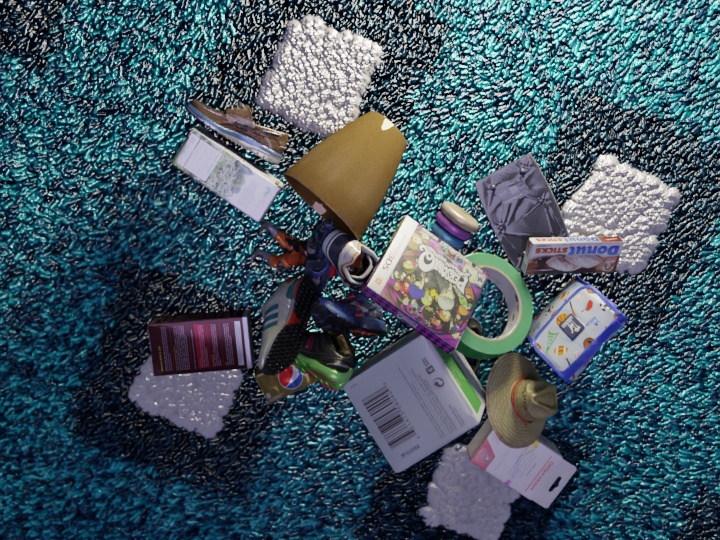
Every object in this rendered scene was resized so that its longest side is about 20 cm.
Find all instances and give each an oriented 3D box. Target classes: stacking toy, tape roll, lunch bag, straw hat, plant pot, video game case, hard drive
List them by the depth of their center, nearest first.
[{"bbox_3d":[0.122,0.023,1.483,0.199,0.036,0.182,35,58,-6],"label":"video game case"},{"bbox_3d":[-0.012,-0.191,1.503,0.186,0.186,0.201,41,84,-10],"label":"plant pot"},{"bbox_3d":[0.415,0.114,1.558,0.124,0.200,0.170,40,99,-10],"label":"lunch bag"},{"bbox_3d":[0.236,0.068,1.566,0.198,0.048,0.203,6,71,-18],"label":"tape roll"},{"bbox_3d":[0.316,-0.114,1.584,0.134,0.042,0.202,-28,103,5],"label":"hard drive"},{"bbox_3d":[0.145,-0.031,1.586,0.085,0.086,0.201,31,107,-8],"label":"stacking toy"},{"bbox_3d":[0.341,0.253,1.590,0.199,0.084,0.204,10,76,-41],"label":"straw hat"}]

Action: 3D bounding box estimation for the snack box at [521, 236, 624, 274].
[{"bbox_3d":[0.415,-0.030,1.585,0.197,0.024,0.073,-2,123,-14],"label":"snack box"}]

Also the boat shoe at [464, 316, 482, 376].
[{"bbox_3d":[0.208,0.194,1.642,0.068,0.057,0.203,6,102,-3],"label":"boat shoe"}]

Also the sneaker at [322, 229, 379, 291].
[{"bbox_3d":[0.000,0.000,1.525,0.079,0.200,0.079,35,86,33],"label":"sneaker"}]

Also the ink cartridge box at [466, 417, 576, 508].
[{"bbox_3d":[0.335,0.390,1.685,0.199,0.068,0.117,34,100,-7],"label":"ink cartridge box"}]

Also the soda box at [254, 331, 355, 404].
[{"bbox_3d":[-0.110,0.188,1.627,0.198,0.064,0.068,-26,102,4],"label":"soda box"}]

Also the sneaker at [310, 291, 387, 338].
[{"bbox_3d":[-0.027,0.078,1.566,0.075,0.199,0.080,-18,66,33],"label":"sneaker"}]

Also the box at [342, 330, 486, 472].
[{"bbox_3d":[0.110,0.234,1.558,0.199,0.171,0.200,-33,88,16],"label":"box"}]

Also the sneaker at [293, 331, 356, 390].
[{"bbox_3d":[-0.086,0.154,1.548,0.084,0.199,0.077,-42,146,-24],"label":"sneaker"}]

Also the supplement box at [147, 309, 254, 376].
[{"bbox_3d":[-0.315,0.143,1.612,0.197,0.061,0.111,-4,102,-2],"label":"supplement box"}]

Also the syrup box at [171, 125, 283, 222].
[{"bbox_3d":[-0.249,-0.183,1.531,0.199,0.082,0.079,34,100,-9],"label":"syrup box"}]

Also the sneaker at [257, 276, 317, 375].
[{"bbox_3d":[-0.154,0.103,1.522,0.070,0.093,0.202,41,61,-41],"label":"sneaker"}]

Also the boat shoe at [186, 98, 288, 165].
[{"bbox_3d":[-0.228,-0.277,1.522,0.198,0.072,0.073,28,96,-18],"label":"boat shoe"}]

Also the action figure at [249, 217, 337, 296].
[{"bbox_3d":[-0.102,-0.054,1.553,0.191,0.105,0.201,14,133,-11],"label":"action figure"}]
